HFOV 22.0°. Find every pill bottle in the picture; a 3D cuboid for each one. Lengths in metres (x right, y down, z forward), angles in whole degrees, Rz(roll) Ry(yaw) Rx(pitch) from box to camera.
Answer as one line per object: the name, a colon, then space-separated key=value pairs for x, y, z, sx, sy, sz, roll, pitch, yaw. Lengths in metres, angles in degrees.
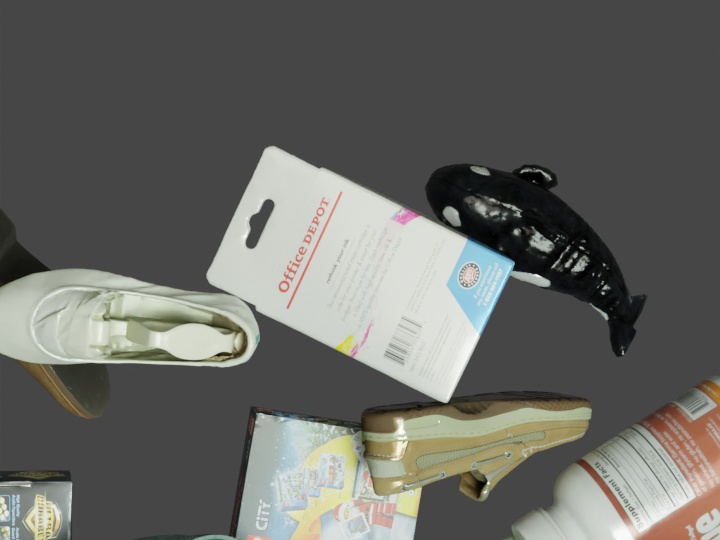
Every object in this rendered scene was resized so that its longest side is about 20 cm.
pill bottle: x=0.219 y=0.176 z=1.404 sx=0.199 sy=0.112 sz=0.113 roll=-31 pitch=98 yaw=-6

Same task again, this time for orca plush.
orca plush: x=0.138 y=-0.011 z=1.398 sx=0.105 sy=0.071 sz=0.200 roll=-42 pitch=99 yaw=-5

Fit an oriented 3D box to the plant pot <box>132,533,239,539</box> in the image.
plant pot: x=-0.162 y=0.278 z=1.301 sx=0.133 sy=0.200 sz=0.203 roll=3 pitch=96 yaw=35

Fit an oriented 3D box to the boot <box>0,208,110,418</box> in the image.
boot: x=-0.258 y=0.031 z=1.347 sx=0.075 sy=0.074 sz=0.201 roll=-30 pitch=104 yaw=23

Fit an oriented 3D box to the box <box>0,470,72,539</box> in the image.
box: x=-0.290 y=0.249 z=1.353 sx=0.157 sy=0.046 sz=0.202 roll=0 pitch=94 yaw=-10

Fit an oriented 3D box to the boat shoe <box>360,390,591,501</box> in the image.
boat shoe: x=0.087 y=0.133 z=1.382 sx=0.198 sy=0.071 sz=0.077 roll=-3 pitch=91 yaw=-28

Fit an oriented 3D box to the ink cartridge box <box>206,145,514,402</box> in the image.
ink cartridge box: x=0.000 y=0.000 z=1.362 sx=0.199 sy=0.068 sz=0.116 roll=26 pitch=94 yaw=1

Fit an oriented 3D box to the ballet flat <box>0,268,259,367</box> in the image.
ballet flat: x=-0.164 y=0.038 z=1.292 sx=0.198 sy=0.069 sz=0.070 roll=5 pitch=93 yaw=-16

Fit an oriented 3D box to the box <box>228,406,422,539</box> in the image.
box: x=-0.032 y=0.213 z=1.399 sx=0.135 sy=0.038 sz=0.202 roll=10 pitch=92 yaw=-10
